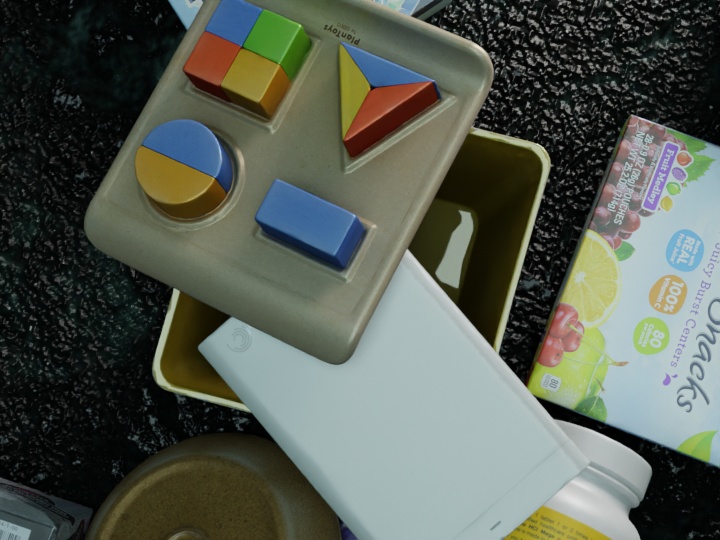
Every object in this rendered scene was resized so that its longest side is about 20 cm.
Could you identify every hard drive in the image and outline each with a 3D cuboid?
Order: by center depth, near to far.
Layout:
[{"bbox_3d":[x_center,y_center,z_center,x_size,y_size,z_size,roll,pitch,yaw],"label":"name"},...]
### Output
[{"bbox_3d":[0.019,0.078,0.908,0.132,0.026,0.200,-41,86,2],"label":"hard drive"}]

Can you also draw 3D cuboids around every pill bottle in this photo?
[{"bbox_3d":[0.115,0.205,1.018,0.112,0.112,0.200,25,75,5],"label":"pill bottle"}]

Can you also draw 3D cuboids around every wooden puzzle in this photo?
[{"bbox_3d":[-0.046,-0.072,0.893,0.185,0.046,0.200,25,85,16],"label":"wooden puzzle"}]

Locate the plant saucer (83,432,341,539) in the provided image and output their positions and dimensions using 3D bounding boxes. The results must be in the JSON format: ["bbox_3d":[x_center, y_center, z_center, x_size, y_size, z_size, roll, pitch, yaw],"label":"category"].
[{"bbox_3d":[-0.111,0.196,1.038,0.200,0.035,0.201,-10,60,17],"label":"plant saucer"}]

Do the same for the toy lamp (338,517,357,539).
[{"bbox_3d":[-0.059,0.252,1.070,0.058,0.058,0.200,41,93,4],"label":"toy lamp"}]

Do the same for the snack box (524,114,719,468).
[{"bbox_3d":[0.223,0.019,1.050,0.168,0.068,0.201,22,91,5],"label":"snack box"}]

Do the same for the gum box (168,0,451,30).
[{"bbox_3d":[-0.060,-0.228,1.090,0.170,0.045,0.200,-33,85,2],"label":"gum box"}]

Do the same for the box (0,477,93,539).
[{"bbox_3d":[-0.303,0.195,1.060,0.199,0.115,0.133,18,88,3],"label":"box"}]

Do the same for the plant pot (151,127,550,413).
[{"bbox_3d":[0.000,0.000,1.012,0.199,0.176,0.201,15,90,4],"label":"plant pot"}]
